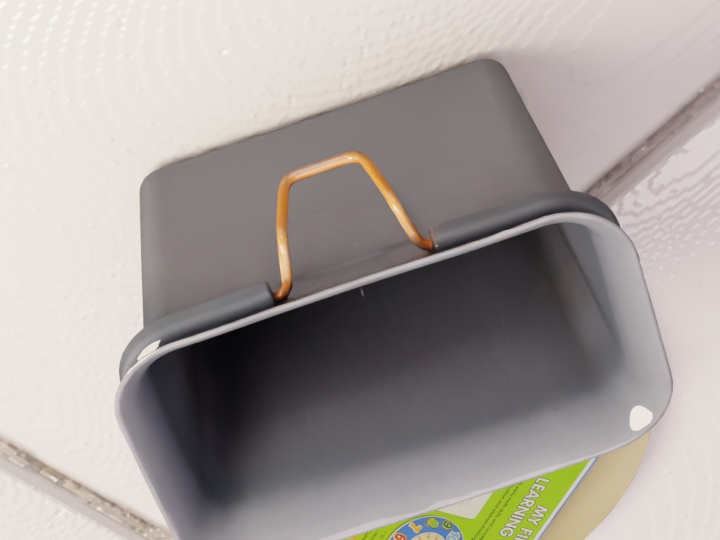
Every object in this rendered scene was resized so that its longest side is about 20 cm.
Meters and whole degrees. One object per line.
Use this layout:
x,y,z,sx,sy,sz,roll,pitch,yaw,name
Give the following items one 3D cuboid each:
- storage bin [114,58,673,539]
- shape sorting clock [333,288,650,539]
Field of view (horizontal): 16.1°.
0.000,0.000,0.987,0.199,0.135,0.146,-19,131,2,storage bin
0.034,0.081,1.126,0.199,0.039,0.201,-7,130,-9,shape sorting clock
